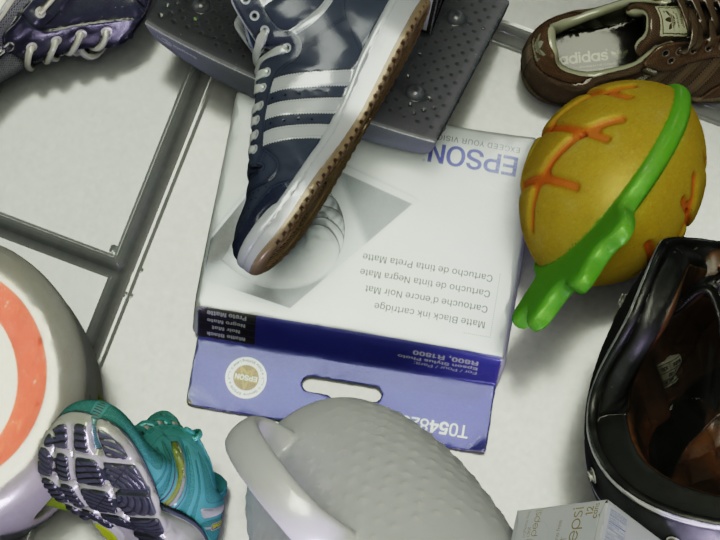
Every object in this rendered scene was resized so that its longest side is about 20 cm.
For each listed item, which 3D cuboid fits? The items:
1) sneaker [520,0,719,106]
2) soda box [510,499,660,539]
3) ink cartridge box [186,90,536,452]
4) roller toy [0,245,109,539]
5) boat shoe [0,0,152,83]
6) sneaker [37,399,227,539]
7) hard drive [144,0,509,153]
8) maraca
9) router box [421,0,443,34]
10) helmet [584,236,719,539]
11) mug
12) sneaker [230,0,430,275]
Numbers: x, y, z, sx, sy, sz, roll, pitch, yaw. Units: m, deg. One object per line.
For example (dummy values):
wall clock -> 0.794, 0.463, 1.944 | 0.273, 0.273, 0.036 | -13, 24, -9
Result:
sneaker -> 0.201, -0.143, 1.793 | 0.199, 0.076, 0.071 | -12, 79, -2
soda box -> 0.167, 0.204, 1.633 | 0.068, 0.200, 0.064 | -11, 54, 40
ink cartridge box -> 0.000, 0.000, 1.783 | 0.199, 0.041, 0.201 | 8, 79, 2
roller toy -> -0.253, 0.075, 1.719 | 0.199, 0.140, 0.183 | -19, 79, -3
boat shoe -> -0.197, -0.153, 1.799 | 0.093, 0.075, 0.200 | 34, 91, -5
sneaker -> -0.131, 0.118, 1.687 | 0.077, 0.200, 0.080 | 11, 69, 21
hard drive -> -0.021, -0.153, 1.792 | 0.199, 0.042, 0.135 | 22, 60, 9
maraca -> 0.147, -0.040, 1.726 | 0.107, 0.137, 0.200 | 35, 44, -7
router box -> 0.003, -0.262, 1.799 | 0.157, 0.052, 0.201 | 18, 60, 4
helmet -> 0.223, 0.090, 1.685 | 0.199, 0.200, 0.191 | 14, 100, 3
mug -> -0.006, 0.151, 1.666 | 0.148, 0.200, 0.175 | -43, 44, 9
sneaker -> -0.051, -0.102, 1.706 | 0.108, 0.070, 0.200 | 29, 77, 4
